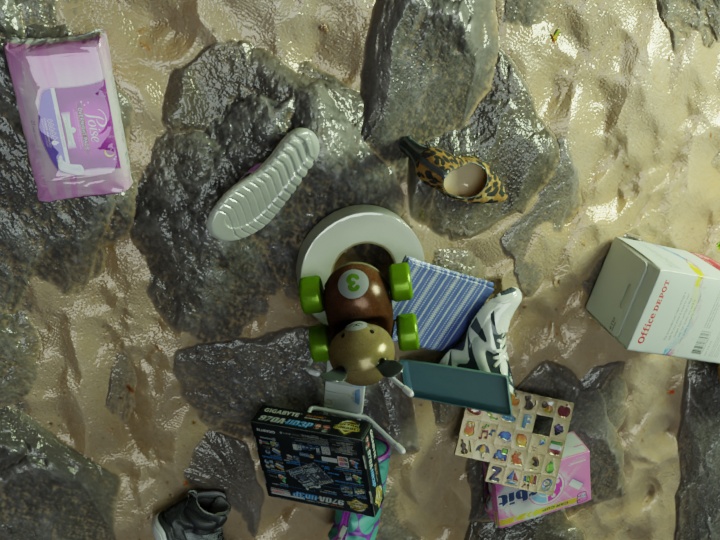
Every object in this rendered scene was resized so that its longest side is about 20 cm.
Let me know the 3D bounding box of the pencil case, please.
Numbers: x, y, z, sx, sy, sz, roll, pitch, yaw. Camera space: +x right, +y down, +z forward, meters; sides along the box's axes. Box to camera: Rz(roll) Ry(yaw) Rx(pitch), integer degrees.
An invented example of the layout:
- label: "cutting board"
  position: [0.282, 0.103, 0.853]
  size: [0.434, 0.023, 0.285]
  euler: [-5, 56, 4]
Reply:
- label: "pencil case"
  position: [-0.002, 0.382, 1.369]
  size: [0.092, 0.084, 0.203]
  euler: [-25, 128, -55]

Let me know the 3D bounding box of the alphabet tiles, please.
- label: "alphabet tiles"
  position: [0.267, 0.294, 1.410]
  size: [0.197, 0.008, 0.170]
  euler: [14, 90, -10]

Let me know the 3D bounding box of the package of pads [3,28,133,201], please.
- label: "package of pads"
  position: [-0.363, -0.195, 1.010]
  size: [0.119, 0.076, 0.203]
  euler: [-8, 116, -11]

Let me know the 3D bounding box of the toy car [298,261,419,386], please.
- label: "toy car"
  position: [-0.001, 0.093, 1.112]
  size: [0.162, 0.201, 0.160]
  euler: [-8, 113, 4]

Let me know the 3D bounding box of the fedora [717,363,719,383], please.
- label: "fedora"
  position: [0.717, 0.137, 1.473]
  size: [0.197, 0.082, 0.203]
  euler: [-9, 121, -15]

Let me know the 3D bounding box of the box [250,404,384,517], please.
- label: "box"
  position: [-0.068, 0.302, 1.274]
  size: [0.197, 0.046, 0.161]
  euler: [4, 121, 23]

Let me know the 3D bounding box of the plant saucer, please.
- label: "plant saucer"
  position: [0.153, 0.183, 1.285]
  size: [0.019, 0.198, 0.071]
  euler: [-32, 119, -47]

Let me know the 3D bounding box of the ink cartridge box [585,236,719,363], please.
- label: "ink cartridge box"
  position: [0.510, 0.048, 1.335]
  size: [0.197, 0.145, 0.147]
  euler: [10, 111, -20]

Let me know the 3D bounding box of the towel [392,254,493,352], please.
- label: "towel"
  position: [0.109, 0.057, 1.265]
  size: [0.198, 0.024, 0.146]
  euler: [15, 114, -37]

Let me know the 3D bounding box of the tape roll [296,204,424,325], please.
- label: "tape roll"
  position: [0.000, 0.000, 1.226]
  size: [0.200, 0.037, 0.206]
  euler: [-6, 116, -13]

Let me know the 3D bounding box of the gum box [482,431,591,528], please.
- label: "gum box"
  position: [0.320, 0.387, 1.476]
  size: [0.197, 0.066, 0.115]
  euler: [-14, 115, -9]

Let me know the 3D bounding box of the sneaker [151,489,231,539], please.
- label: "sneaker"
  position: [-0.241, 0.441, 1.332]
  size: [0.114, 0.076, 0.200]
  euler: [-43, 115, 9]

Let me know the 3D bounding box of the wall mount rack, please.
- label: "wall mount rack"
  position: [-0.003, 0.204, 1.266]
  size: [0.171, 0.075, 0.203]
  euler: [10, 122, 7]

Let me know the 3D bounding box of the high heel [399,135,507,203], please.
- label: "high heel"
  position: [0.154, -0.124, 1.155]
  size: [0.198, 0.143, 0.072]
  euler: [23, 106, -24]

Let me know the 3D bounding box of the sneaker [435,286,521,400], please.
- label: "sneaker"
  position: [0.224, 0.136, 1.292]
  size: [0.200, 0.129, 0.079]
  euler: [-51, 160, 11]

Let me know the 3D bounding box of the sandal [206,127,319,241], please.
- label: "sandal"
  position: [-0.138, -0.120, 1.129]
  size: [0.202, 0.050, 0.083]
  euler: [-44, 134, -9]
